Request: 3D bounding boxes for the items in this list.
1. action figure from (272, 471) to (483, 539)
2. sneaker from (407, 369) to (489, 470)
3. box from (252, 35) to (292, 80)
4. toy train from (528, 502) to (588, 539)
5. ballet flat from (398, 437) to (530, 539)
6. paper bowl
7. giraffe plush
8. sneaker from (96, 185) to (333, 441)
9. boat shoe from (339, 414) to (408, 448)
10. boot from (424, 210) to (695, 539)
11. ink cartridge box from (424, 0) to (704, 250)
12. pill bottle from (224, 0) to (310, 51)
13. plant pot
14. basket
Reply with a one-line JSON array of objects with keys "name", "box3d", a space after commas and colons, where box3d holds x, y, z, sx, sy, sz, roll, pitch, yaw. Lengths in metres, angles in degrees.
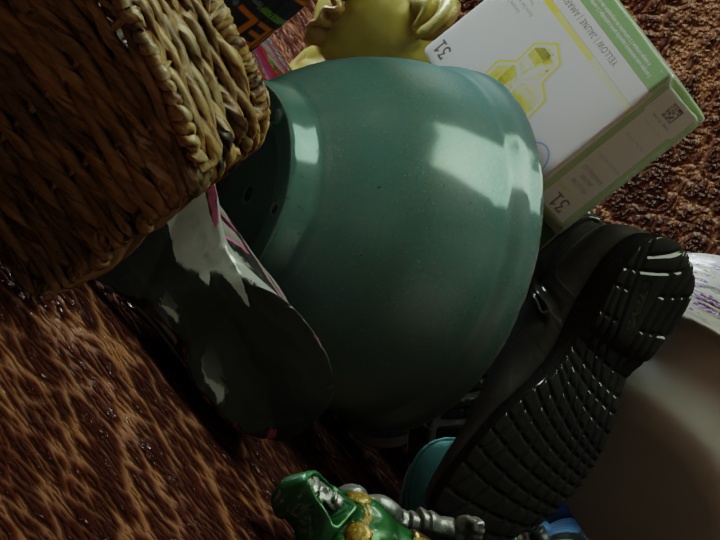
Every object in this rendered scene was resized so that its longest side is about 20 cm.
[{"name": "action figure", "box3d": [0.040, 0.150, 1.294, 0.200, 0.055, 0.118, 32, 26, -24]}, {"name": "sneaker", "box3d": [0.074, 0.061, 1.569, 0.081, 0.074, 0.200, 72, 29, -65]}, {"name": "box", "box3d": [-0.105, -0.119, 1.614, 0.095, 0.100, 0.200, 44, 11, -42]}, {"name": "toy train", "box3d": [0.148, 0.195, 1.714, 0.114, 0.087, 0.200, 44, 7, 3]}, {"name": "ballet flat", "box3d": [0.069, 0.176, 1.449, 0.200, 0.069, 0.071, -114, -178, -47]}, {"name": "paper bowl", "box3d": [0.185, 0.100, 1.522, 0.201, 0.104, 0.201, 32, -41, 32]}, {"name": "giraffe plush", "box3d": [-0.011, -0.123, 1.775, 0.172, 0.162, 0.200, 33, -4, 13]}, {"name": "sneaker", "box3d": [-0.090, -0.003, 1.346, 0.200, 0.080, 0.086, 59, -4, -1]}, {"name": "boat shoe", "box3d": [0.000, 0.000, 1.603, 0.072, 0.072, 0.200, 103, -32, -59]}, {"name": "boot", "box3d": [0.082, 0.050, 1.477, 0.070, 0.200, 0.132, 47, -13, -32]}, {"name": "ink cartridge box", "box3d": [0.072, -0.070, 1.498, 0.048, 0.200, 0.146, 44, 11, -42]}, {"name": "pill bottle", "box3d": [-0.094, -0.154, 1.473, 0.106, 0.200, 0.106, 48, 9, -11]}, {"name": "plant pot", "box3d": [-0.020, -0.027, 1.454, 0.134, 0.200, 0.200, 16, 28, -34]}, {"name": "basket", "box3d": [-0.125, -0.116, 1.203, 0.200, 0.143, 0.149, 51, 32, -3]}]
